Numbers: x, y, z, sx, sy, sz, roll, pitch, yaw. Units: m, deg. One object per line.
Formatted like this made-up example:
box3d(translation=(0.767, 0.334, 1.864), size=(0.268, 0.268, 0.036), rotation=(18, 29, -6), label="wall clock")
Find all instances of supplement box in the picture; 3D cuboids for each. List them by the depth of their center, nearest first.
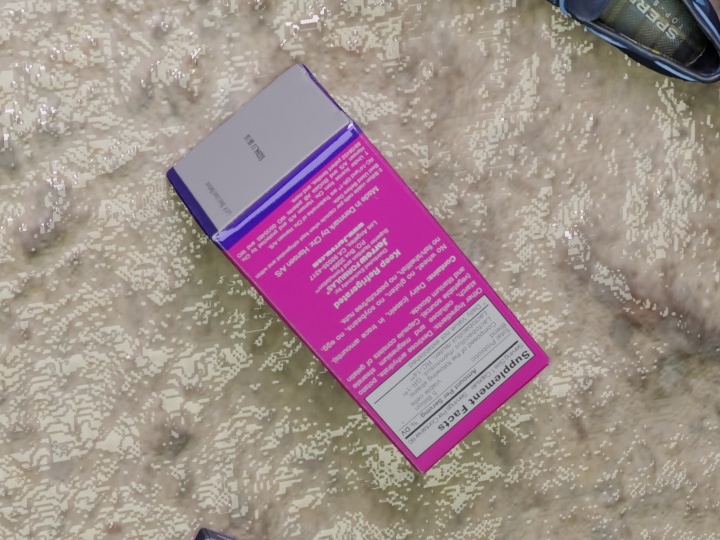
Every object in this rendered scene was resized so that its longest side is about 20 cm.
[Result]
box3d(translation=(0.000, 0.000, 1.552), size=(0.103, 0.101, 0.200), rotation=(-39, 120, 0), label="supplement box")

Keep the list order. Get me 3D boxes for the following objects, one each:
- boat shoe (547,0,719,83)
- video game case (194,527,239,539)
box3d(translation=(0.135, -0.173, 1.541), size=(0.199, 0.069, 0.084), rotation=(27, 102, -27), label="boat shoe")
box3d(translation=(-0.041, 0.247, 1.694), size=(0.199, 0.019, 0.143), rotation=(22, 104, -25), label="video game case")
